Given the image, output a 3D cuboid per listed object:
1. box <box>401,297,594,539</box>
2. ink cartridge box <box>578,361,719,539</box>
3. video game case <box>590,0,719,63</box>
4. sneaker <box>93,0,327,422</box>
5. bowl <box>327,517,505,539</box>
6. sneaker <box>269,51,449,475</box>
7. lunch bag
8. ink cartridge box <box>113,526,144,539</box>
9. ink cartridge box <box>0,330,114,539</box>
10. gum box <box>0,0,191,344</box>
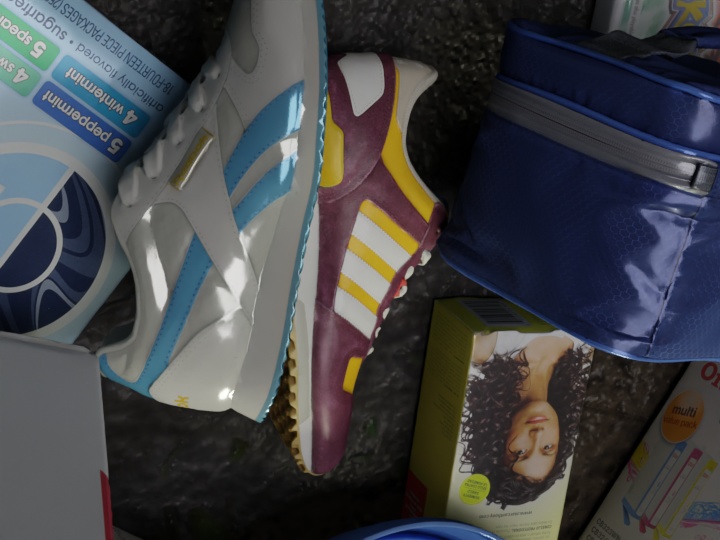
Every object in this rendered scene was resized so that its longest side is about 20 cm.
[{"bbox_3d":[0.063,0.115,0.914,0.075,0.050,0.201,-2,111,-25],"label":"box"},{"bbox_3d":[0.219,0.140,0.955,0.125,0.129,0.200,27,96,-31],"label":"ink cartridge box"},{"bbox_3d":[0.194,-0.103,0.907,0.182,0.023,0.201,1,109,-26],"label":"video game case"},{"bbox_3d":[-0.058,-0.040,0.728,0.080,0.077,0.201,10,97,-4],"label":"sneaker"},{"bbox_3d":[0.017,0.217,0.848,0.200,0.039,0.201,0,91,-31],"label":"bowl"},{"bbox_3d":[0.000,0.000,0.823,0.090,0.075,0.201,-7,114,-17],"label":"sneaker"},{"bbox_3d":[0.148,-0.042,0.806,0.200,0.136,0.133,2,111,-45],"label":"lunch bag"},{"bbox_3d":[-0.110,0.243,0.884,0.176,0.045,0.200,31,95,-30],"label":"ink cartridge box"},{"bbox_3d":[-0.169,0.143,0.717,0.083,0.145,0.200,12,128,-24],"label":"ink cartridge box"},{"bbox_3d":[-0.176,-0.034,0.742,0.170,0.045,0.200,37,91,-33],"label":"gum box"}]
